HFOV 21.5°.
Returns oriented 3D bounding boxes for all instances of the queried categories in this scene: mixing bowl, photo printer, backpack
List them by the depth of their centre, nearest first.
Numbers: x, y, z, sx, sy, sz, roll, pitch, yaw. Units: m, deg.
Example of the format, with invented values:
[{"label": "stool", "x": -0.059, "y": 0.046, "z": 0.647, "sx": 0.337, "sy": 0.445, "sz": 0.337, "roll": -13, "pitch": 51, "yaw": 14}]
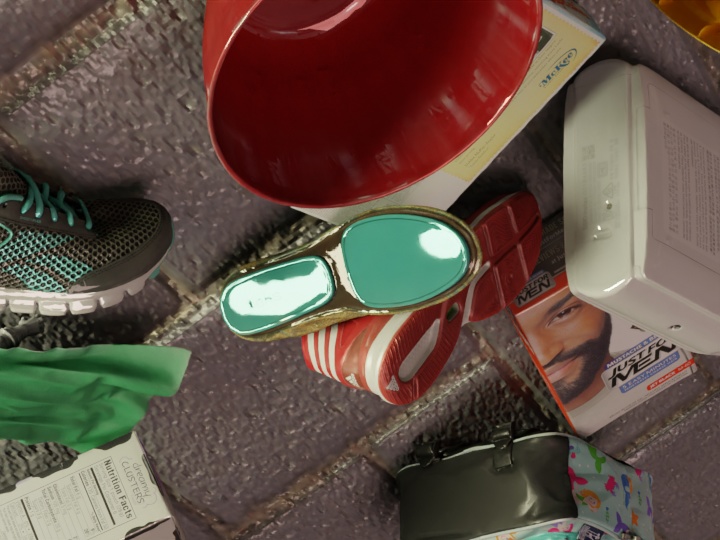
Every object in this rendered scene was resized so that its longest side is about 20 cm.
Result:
[{"label": "mixing bowl", "x": -0.010, "y": -0.143, "z": 1.061, "sx": 0.199, "sy": 0.109, "sz": 0.201, "roll": -18, "pitch": 140, "yaw": -16}, {"label": "photo printer", "x": 0.217, "y": -0.035, "z": 1.295, "sx": 0.069, "sy": 0.167, "sz": 0.200, "roll": -14, "pitch": 156, "yaw": 37}, {"label": "backpack", "x": 0.145, "y": 0.211, "z": 1.522, "sx": 0.177, "sy": 0.151, "sz": 0.200, "roll": -19, "pitch": 159, "yaw": 33}]

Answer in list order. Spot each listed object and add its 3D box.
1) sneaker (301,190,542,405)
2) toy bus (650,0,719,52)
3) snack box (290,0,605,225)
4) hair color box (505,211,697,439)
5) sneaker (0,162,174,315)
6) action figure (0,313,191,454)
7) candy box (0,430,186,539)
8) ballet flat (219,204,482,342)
[{"label": "sneaker", "x": 0.032, "y": 0.003, "z": 1.295, "sx": 0.200, "sy": 0.115, "sz": 0.079, "roll": -42, "pitch": 132, "yaw": -37}, {"label": "toy bus", "x": 0.283, "y": -0.240, "z": 1.144, "sx": 0.192, "sy": 0.136, "sz": 0.200, "roll": -14, "pitch": 138, "yaw": -41}, {"label": "snack box", "x": 0.050, "y": -0.105, "z": 1.202, "sx": 0.116, "sy": 0.037, "sz": 0.200, "roll": 21, "pitch": 120, "yaw": -46}, {"label": "hair color box", "x": 0.175, "y": 0.036, "z": 1.422, "sx": 0.111, "sy": 0.064, "sz": 0.200, "roll": -31, "pitch": 141, "yaw": 2}, {"label": "sneaker", "x": -0.199, "y": -0.024, "z": 1.100, "sx": 0.199, "sy": 0.078, "sz": 0.091, "roll": -10, "pitch": 134, "yaw": -27}, {"label": "action figure", "x": -0.219, "y": 0.070, "z": 1.203, "sx": 0.200, "sy": 0.055, "sz": 0.118, "roll": 11, "pitch": 128, "yaw": -45}, {"label": "candy box", "x": -0.221, "y": 0.207, "z": 1.314, "sx": 0.199, "sy": 0.072, "sz": 0.168, "roll": -24, "pitch": 156, "yaw": -9}, {"label": "ballet flat", "x": 0.000, "y": 0.000, "z": 1.218, "sx": 0.199, "sy": 0.071, "sz": 0.071, "roll": -17, "pitch": 151, "yaw": 31}]
